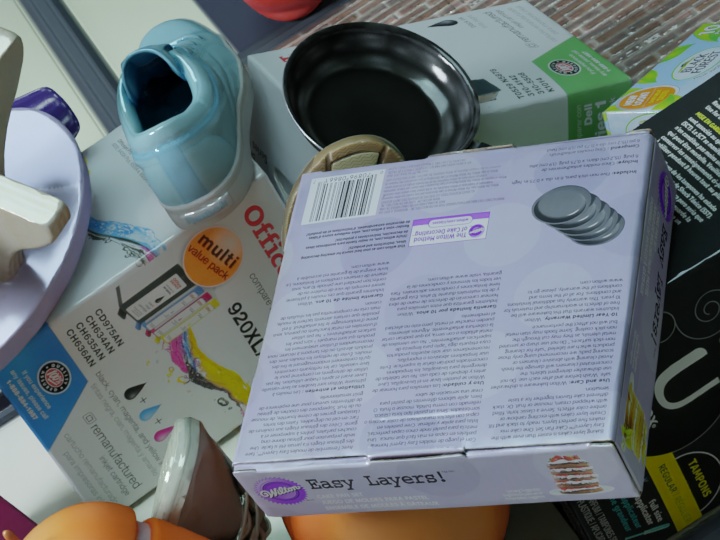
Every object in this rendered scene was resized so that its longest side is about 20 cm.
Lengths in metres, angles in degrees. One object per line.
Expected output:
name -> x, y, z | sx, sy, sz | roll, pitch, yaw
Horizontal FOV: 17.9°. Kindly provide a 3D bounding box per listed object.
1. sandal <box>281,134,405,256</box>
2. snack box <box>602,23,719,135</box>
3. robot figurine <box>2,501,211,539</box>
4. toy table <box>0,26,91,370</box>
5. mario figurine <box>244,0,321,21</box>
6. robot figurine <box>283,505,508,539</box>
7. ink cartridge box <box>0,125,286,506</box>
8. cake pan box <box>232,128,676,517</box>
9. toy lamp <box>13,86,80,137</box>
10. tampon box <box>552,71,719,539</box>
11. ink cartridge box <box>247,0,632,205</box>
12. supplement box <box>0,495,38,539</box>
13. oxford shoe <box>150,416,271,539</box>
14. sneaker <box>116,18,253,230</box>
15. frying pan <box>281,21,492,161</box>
sandal -> 0.000, 0.000, 1.281 | 0.080, 0.200, 0.054 | -15, 44, -2
snack box -> 0.262, -0.100, 1.318 | 0.200, 0.053, 0.142 | 1, 26, 36
robot figurine -> -0.095, 0.184, 1.101 | 0.117, 0.200, 0.144 | -65, 14, -1
toy table -> -0.233, -0.030, 1.269 | 0.183, 0.117, 0.200 | 11, 63, 14
mario figurine -> -0.060, -0.273, 1.728 | 0.124, 0.106, 0.200 | -53, 17, 27
robot figurine -> 0.011, 0.106, 1.192 | 0.144, 0.117, 0.200 | -47, 21, 5
ink cartridge box -> -0.133, 0.018, 1.396 | 0.200, 0.147, 0.145 | -36, 36, -8
cake pan box -> 0.044, 0.026, 1.089 | 0.199, 0.052, 0.185 | -7, 48, 22
toy lamp -> -0.254, -0.037, 1.374 | 0.200, 0.058, 0.058 | -41, 37, -13
tampon box -> 0.160, 0.027, 1.182 | 0.200, 0.150, 0.126 | -33, 36, -3
ink cartridge box -> 0.045, -0.088, 1.399 | 0.199, 0.085, 0.146 | -13, 31, -21
supplement box -> -0.216, 0.195, 1.292 | 0.110, 0.086, 0.200 | -43, 38, -18
oxford shoe -> -0.077, 0.131, 1.204 | 0.058, 0.200, 0.075 | 13, 66, 7
sneaker -> -0.107, -0.110, 1.337 | 0.074, 0.082, 0.200 | -26, 35, 3
frying pan -> 0.047, -0.086, 1.295 | 0.189, 0.031, 0.115 | 13, 50, -6
